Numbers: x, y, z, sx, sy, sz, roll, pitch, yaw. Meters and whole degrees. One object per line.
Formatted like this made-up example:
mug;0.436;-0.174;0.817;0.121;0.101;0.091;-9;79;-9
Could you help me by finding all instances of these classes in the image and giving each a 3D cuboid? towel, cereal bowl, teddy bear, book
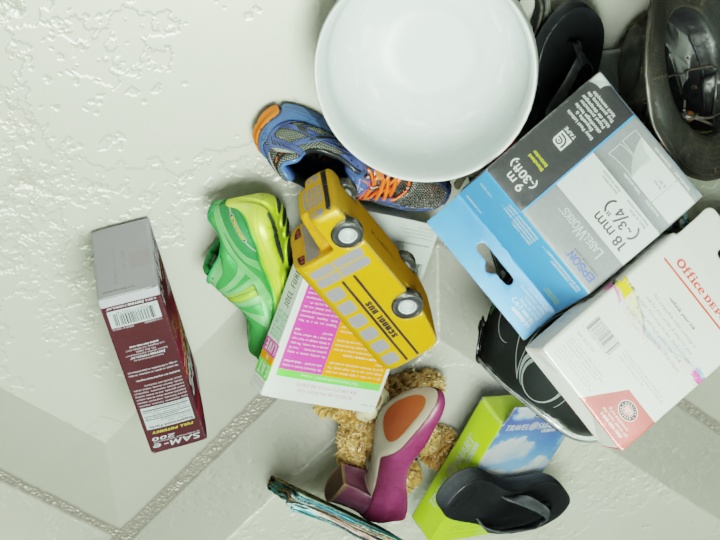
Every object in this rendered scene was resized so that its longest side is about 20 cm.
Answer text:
towel;-0.022;0.256;1.839;0.146;0.200;0.022;27;84;-8
cereal bowl;0.061;-0.185;1.573;0.198;0.083;0.202;4;113;9
teddy bear;0.031;0.165;1.866;0.144;0.067;0.201;-18;129;-1
book;-0.015;0.033;1.718;0.133;0.048;0.201;10;109;-37

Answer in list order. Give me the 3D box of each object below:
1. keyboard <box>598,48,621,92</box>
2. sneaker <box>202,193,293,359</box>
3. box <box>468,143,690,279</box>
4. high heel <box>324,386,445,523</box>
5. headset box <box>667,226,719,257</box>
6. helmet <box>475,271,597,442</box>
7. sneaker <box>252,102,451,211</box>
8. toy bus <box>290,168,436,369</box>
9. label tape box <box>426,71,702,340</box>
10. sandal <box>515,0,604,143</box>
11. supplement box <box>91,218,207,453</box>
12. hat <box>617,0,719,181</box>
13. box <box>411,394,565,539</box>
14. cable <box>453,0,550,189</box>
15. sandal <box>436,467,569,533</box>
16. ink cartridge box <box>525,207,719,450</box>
keyboard;0.191;-0.179;1.674;0.198;0.011;0.057;-6;123;-8
sneaker;-0.107;0.002;1.721;0.083;0.074;0.201;8;133;14
box;0.215;-0.067;1.743;0.198;0.040;0.138;-19;129;3
high heel;0.051;0.187;1.810;0.096;0.068;0.200;20;136;-26
headset box;0.406;0.012;1.799;0.198;0.075;0.149;-11;144;-7
helmet;0.225;0.053;1.693;0.199;0.200;0.191;32;97;-31
sneaker;-0.006;-0.088;1.656;0.198;0.079;0.076;13;124;-21
toy bus;0.000;0.000;1.637;0.078;0.065;0.200;-28;129;16
label tape box;0.179;-0.054;1.579;0.200;0.063;0.144;-41;91;0
sandal;0.186;-0.148;1.638;0.076;0.043;0.202;-4;116;-36
supplement box;-0.202;0.064;1.713;0.060;0.109;0.201;-14;130;-2
hat;0.283;-0.180;1.630;0.080;0.202;0.201;-3;143;44
box;0.148;0.202;1.907;0.121;0.048;0.201;-1;131;-41
cable;0.140;-0.163;1.637;0.096;0.050;0.201;16;117;-21
sandal;0.153;0.252;1.875;0.199;0.043;0.076;12;122;-48
ink cartridge box;0.260;0.049;1.572;0.200;0.067;0.117;-39;94;-8
